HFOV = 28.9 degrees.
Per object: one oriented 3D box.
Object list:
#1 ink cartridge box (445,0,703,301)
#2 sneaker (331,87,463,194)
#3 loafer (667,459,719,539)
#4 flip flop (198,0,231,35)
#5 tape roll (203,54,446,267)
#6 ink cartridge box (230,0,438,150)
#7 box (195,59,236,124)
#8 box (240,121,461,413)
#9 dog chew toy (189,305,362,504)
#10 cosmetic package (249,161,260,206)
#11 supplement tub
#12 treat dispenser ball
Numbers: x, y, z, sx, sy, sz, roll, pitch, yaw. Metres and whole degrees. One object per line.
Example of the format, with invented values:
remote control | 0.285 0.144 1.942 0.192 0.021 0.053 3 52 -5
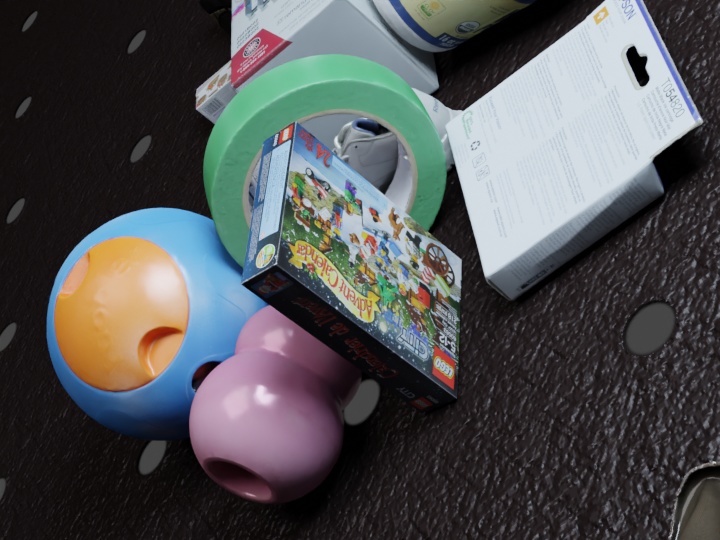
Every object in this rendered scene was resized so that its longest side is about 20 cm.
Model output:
ink cartridge box | 0.165 -0.103 1.084 0.199 0.040 0.201 -37 37 23
sneaker | 0.001 -0.089 1.234 0.200 0.087 0.075 -43 37 18
loafer | 0.192 0.188 0.760 0.073 0.071 0.202 -21 46 39
flip flop | -0.122 -0.306 1.603 0.058 0.081 0.199 -45 26 -14
tape roll | -0.029 -0.077 1.155 0.200 0.200 0.048 -44 34 14
ink cartridge box | -0.029 -0.237 1.351 0.145 0.144 0.201 -36 36 25
box | -0.100 -0.233 1.530 0.199 0.041 0.039 -36 37 26
box | 0.000 0.000 1.050 0.037 0.199 0.138 -27 42 33
dog chew toy | -0.055 0.084 1.124 0.124 0.125 0.201 -11 44 46
cosmetic package | -0.094 -0.097 1.287 0.050 0.083 0.200 -30 6 -7
supplement tub | 0.112 -0.295 1.228 0.199 0.144 0.146 -24 43 37
treat dispenser ball | -0.173 0.047 1.222 0.200 0.200 0.202 -31 39 30
